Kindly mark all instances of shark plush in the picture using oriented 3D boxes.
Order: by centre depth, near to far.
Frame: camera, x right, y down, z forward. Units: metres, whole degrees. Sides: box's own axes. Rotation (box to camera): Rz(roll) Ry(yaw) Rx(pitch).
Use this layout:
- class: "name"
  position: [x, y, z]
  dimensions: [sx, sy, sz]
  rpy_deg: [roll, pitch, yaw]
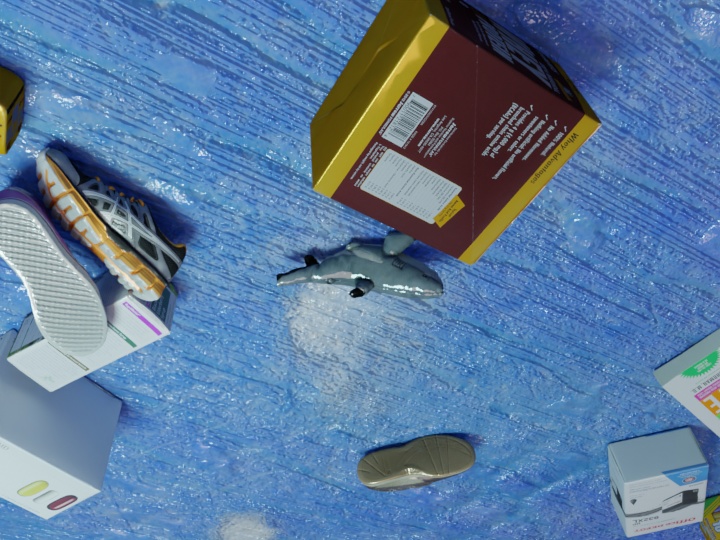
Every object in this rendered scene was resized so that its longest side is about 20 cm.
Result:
- class: "shark plush"
  position: [0.000, 0.000, 0.823]
  dimensions: [0.199, 0.083, 0.091]
  rpy_deg: [8, 130, -12]

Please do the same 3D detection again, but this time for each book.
- class: "book"
  position: [0.577, 0.178, 1.067]
  dimensions: [0.200, 0.048, 0.134]
  rpy_deg: [35, 115, -28]

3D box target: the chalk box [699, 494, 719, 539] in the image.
- class: "chalk box"
  position: [0.786, 0.506, 1.312]
  dimensions: [0.199, 0.124, 0.125]
  rpy_deg: [-21, 130, 13]

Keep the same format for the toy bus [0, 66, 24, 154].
- class: "toy bus"
  position: [-0.435, -0.180, 0.637]
  dimensions: [0.199, 0.065, 0.078]
  rpy_deg: [14, 129, -18]

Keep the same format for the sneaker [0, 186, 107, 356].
- class: "sneaker"
  position: [-0.349, -0.005, 0.763]
  dimensions: [0.072, 0.114, 0.201]
  rpy_deg: [-23, 118, -14]

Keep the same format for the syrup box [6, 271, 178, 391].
- class: "syrup box"
  position: [-0.337, 0.069, 0.851]
  dimensions: [0.199, 0.079, 0.082]
  rpy_deg: [-25, 128, 15]

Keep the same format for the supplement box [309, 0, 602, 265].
- class: "supplement box"
  position: [0.084, -0.147, 0.673]
  dimensions: [0.199, 0.133, 0.197]
  rpy_deg: [23, 124, -24]

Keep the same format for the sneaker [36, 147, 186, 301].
- class: "sneaker"
  position: [-0.281, -0.059, 0.757]
  dimensions: [0.078, 0.077, 0.200]
  rpy_deg: [-8, 125, 52]

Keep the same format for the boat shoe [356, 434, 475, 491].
- class: "boat shoe"
  position: [0.095, 0.330, 1.131]
  dimensions: [0.199, 0.072, 0.065]
  rpy_deg: [-13, 143, 2]

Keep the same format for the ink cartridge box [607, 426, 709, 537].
- class: "ink cartridge box"
  position: [0.534, 0.386, 1.209]
  dimensions: [0.144, 0.084, 0.200]
  rpy_deg: [-15, 130, 7]

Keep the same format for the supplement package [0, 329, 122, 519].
- class: "supplement package"
  position: [-0.449, 0.211, 0.911]
  dimensions: [0.111, 0.156, 0.200]
  rpy_deg: [-30, 127, 18]
